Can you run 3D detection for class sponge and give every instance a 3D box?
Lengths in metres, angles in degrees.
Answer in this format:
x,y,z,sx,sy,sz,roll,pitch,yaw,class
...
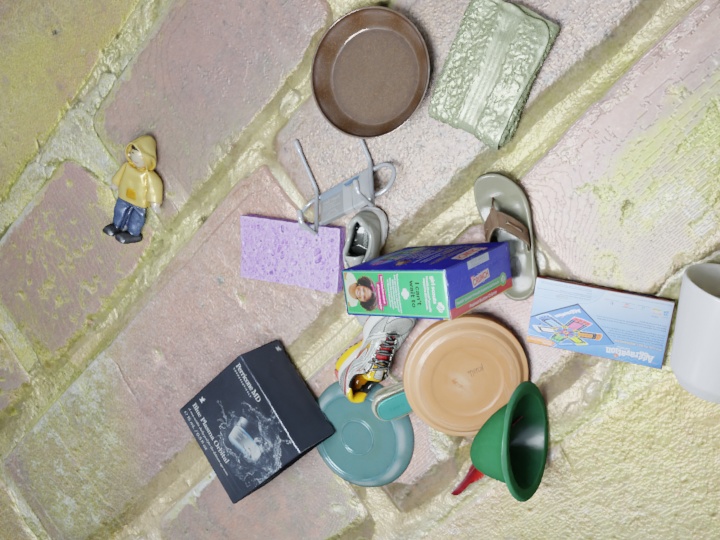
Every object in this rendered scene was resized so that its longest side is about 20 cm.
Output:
x,y,z,sx,sy,sz,roll,pitch,yaw,class
-0.121,-0.031,1.343,0.197,0.030,0.113,9,103,23,sponge

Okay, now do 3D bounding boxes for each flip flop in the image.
x,y,z,sx,sy,sz,roll,pitch,yaw,class
0.220,-0.050,1.168,0.080,0.057,0.203,-10,96,26,flip flop

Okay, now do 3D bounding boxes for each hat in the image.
x,y,z,sx,sy,sz,roll,pitch,yaw,class
0.183,0.269,1.204,0.174,0.165,0.204,-1,83,37,hat

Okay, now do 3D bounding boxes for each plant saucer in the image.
x,y,z,sx,sy,sz,roll,pitch,yaw,class
0.018,-0.308,1.213,0.197,0.037,0.204,2,95,21,plant saucer
0.165,0.168,1.205,0.197,0.032,0.204,-1,107,-2,plant saucer
-0.002,0.289,1.354,0.197,0.027,0.204,5,103,23,plant saucer

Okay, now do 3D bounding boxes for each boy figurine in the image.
x,y,z,sx,sy,sz,roll,pitch,yaw,class
-0.416,-0.151,1.437,0.123,0.064,0.202,31,114,19,boy figurine

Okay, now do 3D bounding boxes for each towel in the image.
x,y,z,sx,sy,sz,roll,pitch,yaw,class
0.191,-0.297,1.146,0.147,0.036,0.202,29,111,18,towel

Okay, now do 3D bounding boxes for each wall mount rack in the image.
x,y,z,sx,sy,sz,roll,pitch,yaw,class
-0.042,-0.157,1.260,0.198,0.074,0.176,-24,49,26,wall mount rack

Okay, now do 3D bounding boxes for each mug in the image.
x,y,z,sx,sy,sz,roll,pitch,yaw,class
0.503,0.097,1.026,0.185,0.149,0.155,21,116,26,mug

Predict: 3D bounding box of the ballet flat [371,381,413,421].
x,y,z,sx,sy,sz,roll,pitch,yaw,class
0.110,0.187,1.258,0.197,0.062,0.068,-16,107,3,ballet flat

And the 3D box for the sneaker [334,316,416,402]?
x,y,z,sx,sy,sz,roll,pitch,yaw,class
0.033,0.138,1.268,0.201,0.077,0.083,-56,32,28,sneaker

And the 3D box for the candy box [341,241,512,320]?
x,y,z,sx,sy,sz,roll,pitch,yaw,class
0.100,0.013,1.147,0.198,0.168,0.078,-3,102,44,candy box

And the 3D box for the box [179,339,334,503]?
x,y,z,sx,sy,sz,roll,pitch,yaw,class
-0.186,0.266,1.368,0.200,0.117,0.198,-41,77,29,box

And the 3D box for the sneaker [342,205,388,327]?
x,y,z,sx,sy,sz,roll,pitch,yaw,class
0.000,0.000,1.260,0.075,0.092,0.203,2,102,23,sneaker

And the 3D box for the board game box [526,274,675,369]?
x,y,z,sx,sy,sz,roll,pitch,yaw,class
0.353,0.075,1.145,0.197,0.019,0.105,11,104,17,board game box
